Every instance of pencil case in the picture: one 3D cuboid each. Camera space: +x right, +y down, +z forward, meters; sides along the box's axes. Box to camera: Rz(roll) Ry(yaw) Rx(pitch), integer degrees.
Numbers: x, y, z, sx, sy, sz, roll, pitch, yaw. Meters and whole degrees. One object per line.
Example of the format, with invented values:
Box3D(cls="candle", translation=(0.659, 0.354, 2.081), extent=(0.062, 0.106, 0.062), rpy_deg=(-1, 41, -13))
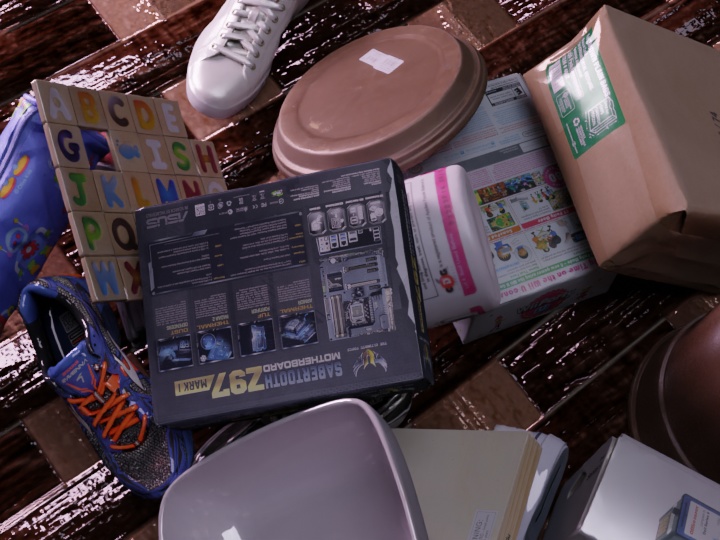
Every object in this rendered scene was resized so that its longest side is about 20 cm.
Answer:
Box3D(cls="pencil case", translation=(-0.269, -0.037, 0.962), extent=(0.077, 0.087, 0.202), rpy_deg=(25, 80, 18))

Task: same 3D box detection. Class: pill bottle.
Box3D(cls="pill bottle", translation=(0.000, 0.000, 0.974), extent=(0.197, 0.114, 0.115), rpy_deg=(-16, 63, 9))

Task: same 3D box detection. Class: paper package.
Box3D(cls="paper package", translation=(0.255, -0.097, 1.065), extent=(0.189, 0.103, 0.203), rpy_deg=(9, 56, -42))

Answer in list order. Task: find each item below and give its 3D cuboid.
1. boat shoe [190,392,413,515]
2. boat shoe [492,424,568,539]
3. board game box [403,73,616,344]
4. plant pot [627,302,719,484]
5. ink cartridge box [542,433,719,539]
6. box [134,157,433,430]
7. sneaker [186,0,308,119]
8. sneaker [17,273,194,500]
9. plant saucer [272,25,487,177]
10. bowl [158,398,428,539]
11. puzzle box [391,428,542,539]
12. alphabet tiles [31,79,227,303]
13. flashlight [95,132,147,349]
Box3D(cls="boat shoe", translation=(-0.046, 0.119, 0.963), extent=(0.198, 0.064, 0.071), rpy_deg=(-28, 70, -20))
Box3D(cls="boat shoe", translation=(0.093, 0.207, 0.949), extent=(0.066, 0.074, 0.201), rpy_deg=(16, 53, 23))
Box3D(cls="board game box", translation=(0.113, -0.057, 1.085), extent=(0.145, 0.065, 0.202), rpy_deg=(-17, 65, -17))
Box3D(cls="plant pot", translation=(0.330, 0.086, 0.971), extent=(0.196, 0.199, 0.203), rpy_deg=(4, 61, -7))
Box3D(cls="ink cartridge box", translation=(0.236, 0.219, 0.914), extent=(0.198, 0.146, 0.088), rpy_deg=(30, 62, 5))
Box3D(cls="box", translation=(-0.056, 0.019, 0.898), extent=(0.197, 0.051, 0.161), rpy_deg=(-11, 76, 11))
Box3D(cls="sneaker", translation=(-0.097, -0.230, 1.127), extent=(0.072, 0.085, 0.202), rpy_deg=(24, 63, 2))
Box3D(cls="sneaker", translation=(-0.196, 0.086, 0.934), extent=(0.075, 0.078, 0.201), rpy_deg=(-41, 73, 5))
Box3D(cls="plant saucer", translation=(0.011, -0.145, 1.068), extent=(0.197, 0.030, 0.202), rpy_deg=(-18, 38, 14))
Box3D(cls="bowl", translation=(-0.034, 0.208, 0.861), extent=(0.198, 0.074, 0.203), rpy_deg=(-26, 64, 20))
Box3D(cls="puzzle box", translation=(0.045, 0.208, 0.908), extent=(0.132, 0.025, 0.202), rpy_deg=(-4, 52, 40))
Box3D(cls="alphabet tiles", translation=(-0.161, -0.059, 0.981), extent=(0.199, 0.007, 0.170), rpy_deg=(-2, 72, -60))
Box3D(cls="flashlight", translation=(-0.190, -0.038, 1.025), extent=(0.067, 0.068, 0.203), rpy_deg=(-15, 71, -8))
